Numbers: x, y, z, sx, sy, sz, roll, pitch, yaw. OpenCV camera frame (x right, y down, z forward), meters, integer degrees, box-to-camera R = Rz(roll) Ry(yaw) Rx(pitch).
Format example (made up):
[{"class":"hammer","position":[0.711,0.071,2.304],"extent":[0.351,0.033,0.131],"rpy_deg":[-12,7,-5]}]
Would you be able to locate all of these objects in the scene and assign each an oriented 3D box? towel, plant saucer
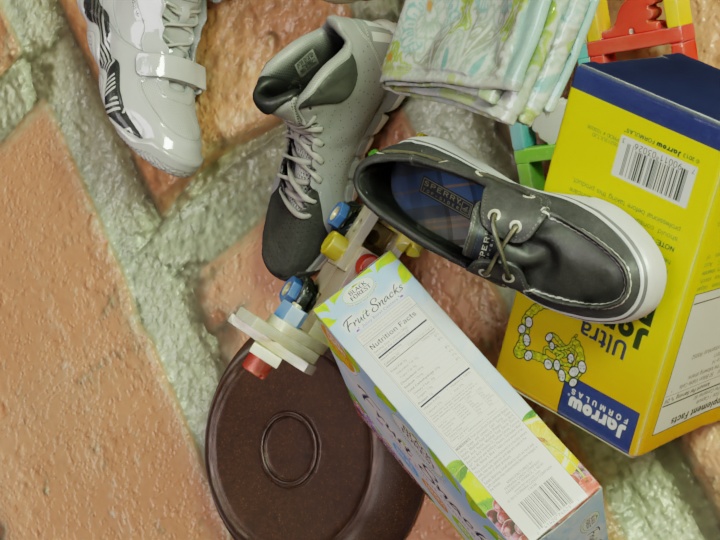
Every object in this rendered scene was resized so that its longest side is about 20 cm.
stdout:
[{"class":"towel","position":[0.088,-0.188,1.000],"extent":[0.171,0.048,0.201],"rpy_deg":[23,92,62]},{"class":"plant saucer","position":[-0.042,0.126,1.200],"extent":[0.199,0.034,0.202],"rpy_deg":[-4,83,36]}]

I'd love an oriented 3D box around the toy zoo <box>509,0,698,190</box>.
[{"class":"toy zoo","position":[0.146,-0.136,1.056],"extent":[0.130,0.020,0.202],"rpy_deg":[-4,100,36]}]

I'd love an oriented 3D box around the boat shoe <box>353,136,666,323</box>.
[{"class":"boat shoe","position":[0.076,-0.024,0.947],"extent":[0.200,0.066,0.070],"rpy_deg":[33,120,34]}]

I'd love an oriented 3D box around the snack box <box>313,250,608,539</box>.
[{"class":"snack box","position":[0.066,0.108,1.034],"extent":[0.068,0.169,0.200],"rpy_deg":[-38,63,-10]}]

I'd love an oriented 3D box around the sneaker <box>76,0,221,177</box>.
[{"class":"sneaker","position":[-0.143,-0.177,1.271],"extent":[0.115,0.075,0.201],"rpy_deg":[-37,63,32]}]

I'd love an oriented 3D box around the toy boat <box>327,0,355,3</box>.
[{"class":"toy boat","position":[-0.006,-0.278,1.152],"extent":[0.130,0.131,0.201],"rpy_deg":[-22,52,-6]}]

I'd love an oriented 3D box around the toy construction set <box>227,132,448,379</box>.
[{"class":"toy construction set","position":[0.000,0.000,1.113],"extent":[0.200,0.092,0.131],"rpy_deg":[-44,19,-6]}]

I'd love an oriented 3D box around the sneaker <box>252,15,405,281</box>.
[{"class":"sneaker","position":[-0.045,-0.089,1.168],"extent":[0.075,0.115,0.201],"rpy_deg":[32,105,33]}]

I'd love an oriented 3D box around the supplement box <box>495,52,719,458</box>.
[{"class":"supplement box","position":[0.171,-0.012,0.982],"extent":[0.109,0.108,0.201],"rpy_deg":[29,116,35]}]
